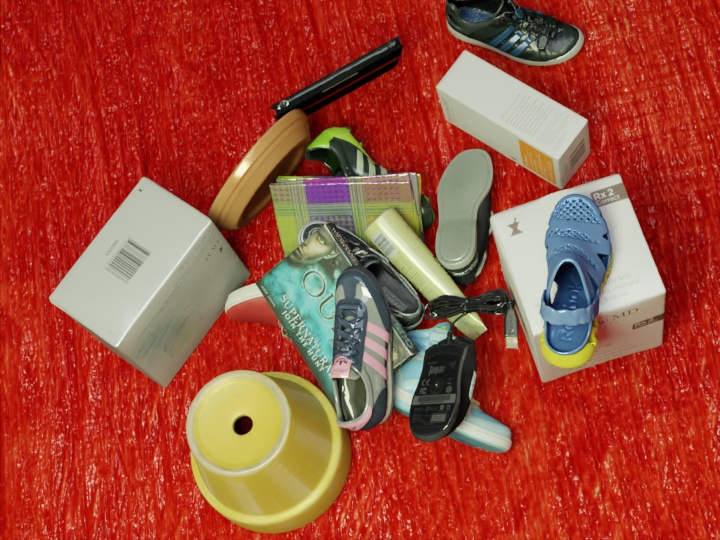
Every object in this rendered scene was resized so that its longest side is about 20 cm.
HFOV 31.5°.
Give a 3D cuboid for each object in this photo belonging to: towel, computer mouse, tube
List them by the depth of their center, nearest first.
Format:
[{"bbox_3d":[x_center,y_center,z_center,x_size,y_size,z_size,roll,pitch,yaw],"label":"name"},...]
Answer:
[{"bbox_3d":[0.133,0.117,1.543,0.140,0.046,0.200,-13,54,35],"label":"computer mouse"},{"bbox_3d":[0.088,0.008,1.644,0.200,0.058,0.052,49,116,7],"label":"tube"},{"bbox_3d":[-0.012,-0.067,1.699,0.200,0.144,0.023,-2,35,11],"label":"towel"}]

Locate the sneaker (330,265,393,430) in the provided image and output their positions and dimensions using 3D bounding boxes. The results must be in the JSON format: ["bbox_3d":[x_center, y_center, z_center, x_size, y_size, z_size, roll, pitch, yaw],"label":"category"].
[{"bbox_3d":[-0.005,0.096,1.539,0.070,0.082,0.200,-7,93,31],"label":"sneaker"}]

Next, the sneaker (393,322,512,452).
[{"bbox_3d":[0.119,0.140,1.615,0.200,0.080,0.131,24,77,18],"label":"sneaker"}]

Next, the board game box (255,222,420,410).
[{"bbox_3d":[-0.031,0.059,1.612,0.135,0.028,0.200,-40,77,26],"label":"board game box"}]

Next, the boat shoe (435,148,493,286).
[{"bbox_3d":[0.140,-0.072,1.701,0.076,0.060,0.200,2,55,24],"label":"boat shoe"}]

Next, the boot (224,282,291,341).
[{"bbox_3d":[-0.082,0.089,1.683,0.200,0.072,0.145,-3,70,7],"label":"boot"}]

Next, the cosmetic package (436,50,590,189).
[{"bbox_3d":[0.206,-0.202,1.715,0.200,0.101,0.071,34,80,22],"label":"cosmetic package"}]

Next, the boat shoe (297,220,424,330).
[{"bbox_3d":[0.000,0.000,1.643,0.200,0.068,0.072,42,78,12],"label":"boat shoe"}]

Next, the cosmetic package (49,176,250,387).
[{"bbox_3d":[-0.268,0.021,1.676,0.123,0.200,0.199,33,79,18],"label":"cosmetic package"}]

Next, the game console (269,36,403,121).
[{"bbox_3d":[-0.034,-0.260,1.752,0.200,0.177,0.031,-29,90,0],"label":"game console"}]

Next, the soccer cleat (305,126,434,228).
[{"bbox_3d":[0.011,-0.114,1.726,0.200,0.068,0.081,40,54,14],"label":"soccer cleat"}]

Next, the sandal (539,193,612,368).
[{"bbox_3d":[0.238,0.003,1.420,0.079,0.087,0.200,-1,67,15],"label":"sandal"}]

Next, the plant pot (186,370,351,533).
[{"bbox_3d":[-0.125,0.211,1.580,0.200,0.189,0.201,-4,69,10],"label":"plant pot"}]

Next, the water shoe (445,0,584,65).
[{"bbox_3d":[0.210,-0.339,1.778,0.200,0.079,0.072,14,73,16],"label":"water shoe"}]

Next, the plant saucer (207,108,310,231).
[{"bbox_3d":[-0.129,-0.127,1.711,0.037,0.200,0.200,38,80,4],"label":"plant saucer"}]

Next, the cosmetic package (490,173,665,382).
[{"bbox_3d":[0.268,0.014,1.565,0.165,0.200,0.165,-19,67,5],"label":"cosmetic package"}]
